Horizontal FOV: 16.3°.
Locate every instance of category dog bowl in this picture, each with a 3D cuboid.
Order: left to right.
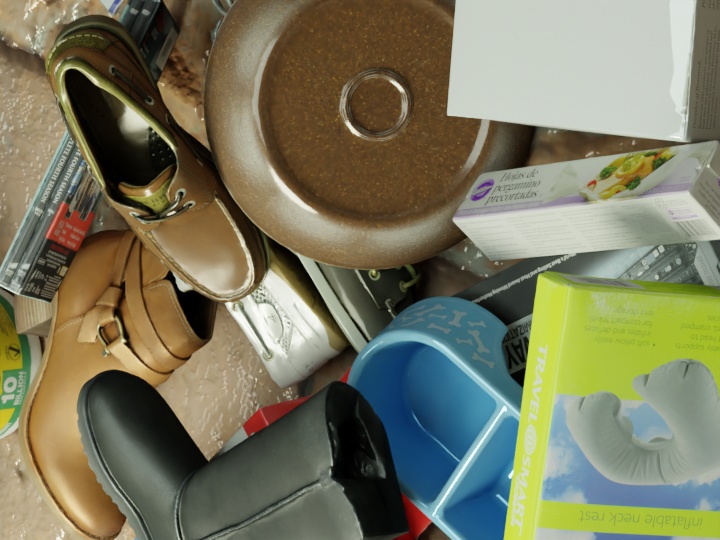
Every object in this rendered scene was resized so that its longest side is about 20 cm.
[{"bbox_3d":[0.073,0.103,1.433,0.200,0.050,0.112,42,118,18],"label":"dog bowl"}]

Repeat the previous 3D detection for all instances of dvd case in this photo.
[{"bbox_3d":[-0.169,-0.075,1.582,0.022,0.146,0.201,26,88,2],"label":"dvd case"}]

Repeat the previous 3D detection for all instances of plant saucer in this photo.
[{"bbox_3d":[0.008,-0.098,1.472,0.200,0.037,0.201,-1,97,-6],"label":"plant saucer"}]

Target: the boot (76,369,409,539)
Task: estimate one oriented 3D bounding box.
[{"bbox_3d":[-0.072,0.108,1.479,0.200,0.066,0.165,-29,88,50],"label":"boot"}]

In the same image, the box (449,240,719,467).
[{"bbox_3d":[0.164,0.049,1.433,0.200,0.050,0.158,-27,78,33],"label":"box"}]

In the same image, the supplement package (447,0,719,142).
[{"bbox_3d":[0.147,-0.177,1.399,0.155,0.111,0.201,9,97,35],"label":"supplement package"}]

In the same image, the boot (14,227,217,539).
[{"bbox_3d":[-0.148,0.069,1.648,0.155,0.077,0.201,-21,69,37],"label":"boot"}]

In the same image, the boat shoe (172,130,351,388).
[{"bbox_3d":[-0.091,-0.012,1.578,0.069,0.071,0.200,-41,80,14],"label":"boat shoe"}]

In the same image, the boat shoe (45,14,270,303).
[{"bbox_3d":[-0.124,-0.053,1.484,0.072,0.068,0.200,-31,111,15],"label":"boat shoe"}]

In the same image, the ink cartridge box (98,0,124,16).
[{"bbox_3d":[-0.156,-0.305,1.651,0.200,0.041,0.200,-48,70,28],"label":"ink cartridge box"}]

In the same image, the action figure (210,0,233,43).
[{"bbox_3d":[-0.041,-0.178,1.532,0.102,0.119,0.200,41,102,26],"label":"action figure"}]

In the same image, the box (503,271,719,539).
[{"bbox_3d":[0.144,0.106,1.350,0.048,0.121,0.201,-148,64,-71],"label":"box"}]

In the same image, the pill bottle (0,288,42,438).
[{"bbox_3d":[-0.318,0.068,1.687,0.112,0.200,0.113,2,93,35],"label":"pill bottle"}]

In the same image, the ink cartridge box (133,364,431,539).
[{"bbox_3d":[-0.045,0.159,1.565,0.200,0.067,0.116,-47,66,35],"label":"ink cartridge box"}]

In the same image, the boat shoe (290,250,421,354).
[{"bbox_3d":[0.000,0.000,1.536,0.060,0.072,0.202,-36,79,1],"label":"boat shoe"}]

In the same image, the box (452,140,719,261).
[{"bbox_3d":[0.132,-0.037,1.390,0.200,0.041,0.039,-7,44,54],"label":"box"}]
